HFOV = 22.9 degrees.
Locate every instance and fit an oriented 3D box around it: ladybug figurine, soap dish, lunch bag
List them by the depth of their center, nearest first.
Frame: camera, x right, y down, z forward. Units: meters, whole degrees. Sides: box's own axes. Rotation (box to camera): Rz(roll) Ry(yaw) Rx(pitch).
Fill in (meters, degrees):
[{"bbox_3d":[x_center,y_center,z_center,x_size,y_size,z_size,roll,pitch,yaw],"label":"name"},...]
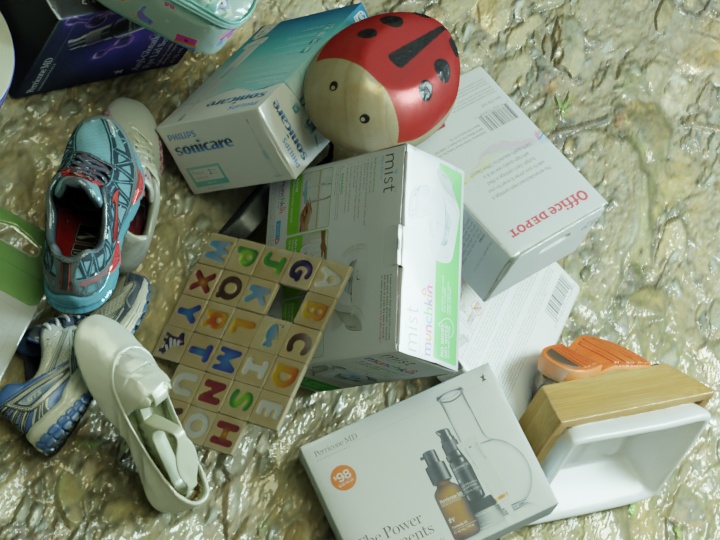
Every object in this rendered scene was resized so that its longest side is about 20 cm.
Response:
[{"bbox_3d":[-0.155,-0.309,1.667,0.160,0.077,0.200,26,54,-14],"label":"lunch bag"},{"bbox_3d":[0.030,-0.188,1.694,0.136,0.072,0.200,42,48,3],"label":"ladybug figurine"},{"bbox_3d":[0.234,0.170,1.761,0.200,0.157,0.081,-8,51,-33],"label":"soap dish"}]

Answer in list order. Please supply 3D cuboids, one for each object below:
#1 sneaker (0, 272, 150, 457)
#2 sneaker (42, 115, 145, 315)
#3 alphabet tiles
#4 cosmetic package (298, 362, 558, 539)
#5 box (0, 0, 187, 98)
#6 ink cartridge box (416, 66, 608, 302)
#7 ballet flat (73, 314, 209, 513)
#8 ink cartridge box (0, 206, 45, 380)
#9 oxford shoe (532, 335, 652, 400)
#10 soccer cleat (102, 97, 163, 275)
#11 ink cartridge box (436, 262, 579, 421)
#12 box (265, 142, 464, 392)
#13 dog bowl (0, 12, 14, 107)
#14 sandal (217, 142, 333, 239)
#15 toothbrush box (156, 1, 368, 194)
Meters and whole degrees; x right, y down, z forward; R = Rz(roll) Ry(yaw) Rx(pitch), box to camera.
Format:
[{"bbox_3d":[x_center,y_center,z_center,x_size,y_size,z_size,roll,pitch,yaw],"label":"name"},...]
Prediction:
[{"bbox_3d":[-0.257,0.066,1.588,0.085,0.077,0.200,33,52,-4],"label":"sneaker"},{"bbox_3d":[-0.237,-0.065,1.573,0.079,0.096,0.200,2,58,-1],"label":"sneaker"},{"bbox_3d":[-0.114,0.067,1.623,0.008,0.167,0.200,47,63,-52],"label":"alphabet tiles"},{"bbox_3d":[0.062,0.196,1.660,0.200,0.052,0.151,-24,73,-10],"label":"cosmetic package"},{"bbox_3d":[-0.253,-0.263,1.730,0.200,0.148,0.104,-19,74,-34],"label":"box"},{"bbox_3d":[0.121,-0.087,1.762,0.147,0.086,0.200,-28,70,-35],"label":"ink cartridge box"},{"bbox_3d":[-0.182,0.125,1.547,0.069,0.069,0.200,-39,116,-39],"label":"ballet flat"},{"bbox_3d":[-0.347,0.039,1.560,0.104,0.059,0.200,30,53,-13],"label":"ink cartridge box"},{"bbox_3d":[0.236,0.115,1.843,0.071,0.073,0.200,30,19,35],"label":"oxford shoe"},{"bbox_3d":[-0.215,-0.091,1.691,0.070,0.086,0.200,14,57,-22],"label":"soccer cleat"},{"bbox_3d":[0.129,0.034,1.813,0.176,0.045,0.200,46,49,-21],"label":"ink cartridge box"},{"bbox_3d":[0.000,0.000,1.667,0.097,0.176,0.200,22,64,-46],"label":"box"},{"bbox_3d":[-0.424,-0.193,1.636,0.200,0.079,0.200,14,58,-23],"label":"dog bowl"},{"bbox_3d":[-0.073,-0.084,1.783,0.043,0.076,0.200,44,61,-9],"label":"sandal"},{"bbox_3d":[-0.082,-0.171,1.761,0.200,0.146,0.085,-50,121,-40],"label":"toothbrush box"}]
